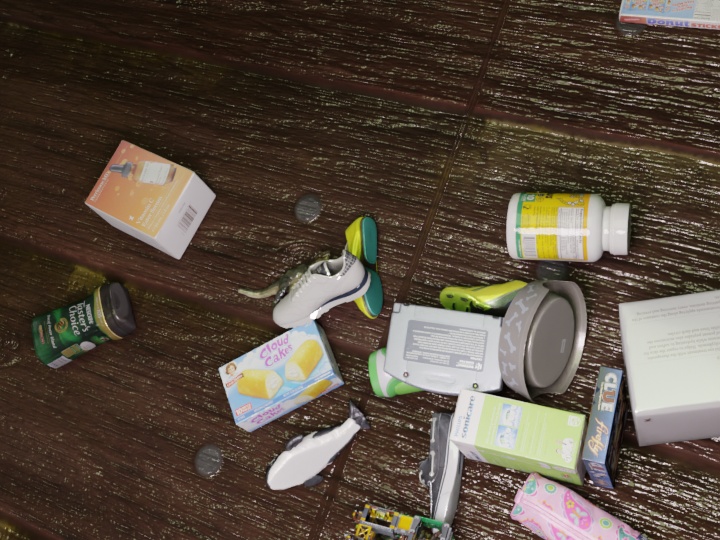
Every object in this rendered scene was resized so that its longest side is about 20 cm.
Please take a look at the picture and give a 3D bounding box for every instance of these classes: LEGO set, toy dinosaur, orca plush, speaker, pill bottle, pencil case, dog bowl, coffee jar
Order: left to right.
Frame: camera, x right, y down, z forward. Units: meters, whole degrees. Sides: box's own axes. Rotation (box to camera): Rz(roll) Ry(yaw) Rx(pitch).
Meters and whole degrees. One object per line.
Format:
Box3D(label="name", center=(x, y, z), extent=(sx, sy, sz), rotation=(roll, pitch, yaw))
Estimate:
Box3D(label="coffee jar", center=(-0.533, 0.104, 1.867), extent=(0.197, 0.085, 0.106), rotation=(-24, 63, 8))
Box3D(label="toy dinosaur", center=(-0.132, 0.035, 1.782), extent=(0.197, 0.048, 0.090), rotation=(-24, 57, 11))
Box3D(label="orca plush", center=(-0.085, 0.292, 1.648), extent=(0.200, 0.105, 0.071), rotation=(-47, 31, -1))
Box3D(label="LEGO set", center=(0.063, 0.453, 1.485), extent=(0.196, 0.155, 0.117), rotation=(14, 56, 16))
Box3D(label="speaker", center=(0.116, 0.159, 1.622), extent=(0.196, 0.089, 0.090), rotation=(-11, 66, 14))
Box3D(label="dog bowl", center=(0.287, 0.110, 1.528), extent=(0.058, 0.200, 0.203), rotation=(14, 73, 39))
Box3D(label="pill bottle", center=(0.351, -0.072, 1.619), extent=(0.196, 0.113, 0.115), rotation=(3, 70, 20))
Box3D(label="pencil case", center=(0.328, 0.389, 1.459), extent=(0.198, 0.088, 0.088), rotation=(29, 80, 27))

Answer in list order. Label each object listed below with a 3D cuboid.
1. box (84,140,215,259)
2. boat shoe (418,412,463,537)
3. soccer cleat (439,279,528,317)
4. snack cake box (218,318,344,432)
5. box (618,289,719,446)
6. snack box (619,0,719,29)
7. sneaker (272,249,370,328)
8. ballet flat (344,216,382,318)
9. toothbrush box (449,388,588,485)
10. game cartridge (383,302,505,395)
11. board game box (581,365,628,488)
Box3D(label="box", center=(-0.417, -0.141, 1.913), extent=(0.197, 0.106, 0.154), rotation=(24, 78, 25))
Box3D(label="boat shoe", center=(0.126, 0.327, 1.560), extent=(0.066, 0.072, 0.204), rotation=(3, 68, 17))
Box3D(label="soccer cleat", center=(0.234, 0.050, 1.650), extent=(0.196, 0.066, 0.084), rotation=(5, 41, 25))
Box3D(label="snack cake box", center=(-0.141, 0.187, 1.710), extent=(0.197, 0.067, 0.117), rotation=(-28, 64, 6))
Box3D(label="box", center=(0.495, 0.148, 1.433), extent=(0.194, 0.200, 0.175), rotation=(-9, 64, 14))
Box3D(label="snack box", center=(0.577, -0.483, 1.755), extent=(0.196, 0.024, 0.073), rotation=(11, 74, 22))
Box3D(label="sneaker", center=(-0.080, 0.029, 1.683), extent=(0.198, 0.081, 0.077), rotation=(-30, 41, 18))
Box3D(label="ballet flat", center=(0.000, 0.000, 1.746), extent=(0.066, 0.066, 0.204), rotation=(-21, 59, 33))
Box3D(label="toothbrush box", center=(0.253, 0.261, 1.501), extent=(0.196, 0.146, 0.088), rotation=(8, 72, 22))
Box3D(label="game cartridge", center=(0.139, 0.131, 1.556), extent=(0.196, 0.041, 0.136), rotation=(8, 78, 17))
Box3D(label="board game box", center=(0.369, 0.239, 1.439), extent=(0.034, 0.200, 0.138), rotation=(9, 72, 22))
